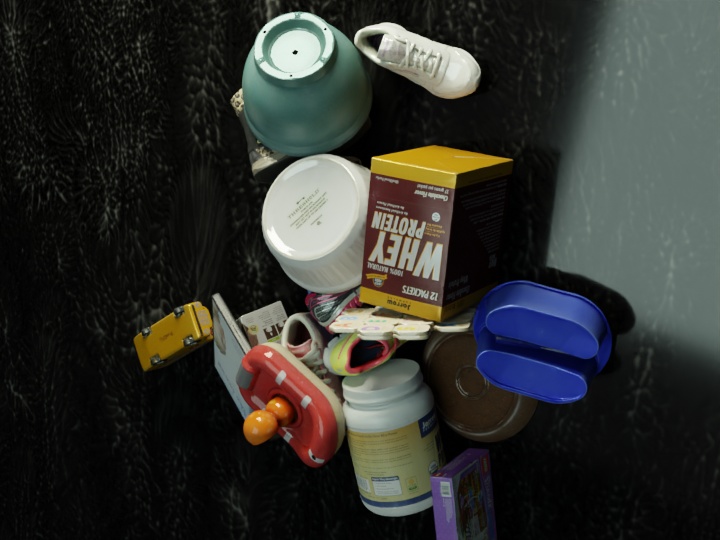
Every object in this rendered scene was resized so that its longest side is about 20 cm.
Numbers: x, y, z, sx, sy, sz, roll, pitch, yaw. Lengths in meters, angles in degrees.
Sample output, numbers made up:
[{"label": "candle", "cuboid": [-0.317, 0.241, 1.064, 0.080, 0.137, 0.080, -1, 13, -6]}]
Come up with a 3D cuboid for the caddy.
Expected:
[{"label": "caddy", "cuboid": [0.252, 0.096, 1.526, 0.197, 0.105, 0.143, 16, 113, 10]}]

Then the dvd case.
[{"label": "dvd case", "cuboid": [-0.207, 0.150, 1.789, 0.143, 0.017, 0.201, 54, 155, 31]}]

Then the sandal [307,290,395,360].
[{"label": "sandal", "cuboid": [-0.021, 0.072, 1.707, 0.079, 0.087, 0.201, -43, 78, 29]}]

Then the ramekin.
[{"label": "ramekin", "cuboid": [-0.054, -0.075, 1.594, 0.199, 0.094, 0.206, -7, 71, 22]}]

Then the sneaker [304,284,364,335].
[{"label": "sneaker", "cuboid": [0.000, 0.000, 1.635, 0.075, 0.081, 0.200, 41, 86, 3]}]

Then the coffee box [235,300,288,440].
[{"label": "coffee box", "cuboid": [-0.139, 0.166, 1.775, 0.203, 0.079, 0.113, 66, 156, 5]}]

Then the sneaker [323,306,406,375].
[{"label": "sneaker", "cuboid": [0.040, 0.095, 1.626, 0.199, 0.090, 0.079, -40, 105, -9]}]

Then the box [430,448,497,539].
[{"label": "box", "cuboid": [0.158, 0.383, 1.623, 0.039, 0.136, 0.204, -2, 98, 31]}]

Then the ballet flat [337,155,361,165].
[{"label": "ballet flat", "cuboid": [-0.006, -0.080, 1.681, 0.066, 0.068, 0.203, -11, 95, 26]}]

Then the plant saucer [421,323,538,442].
[{"label": "plant saucer", "cuboid": [0.171, 0.163, 1.635, 0.198, 0.034, 0.204, 7, 103, 32]}]

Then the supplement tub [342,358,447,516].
[{"label": "supplement tub", "cuboid": [0.051, 0.249, 1.644, 0.142, 0.144, 0.203, -3, 108, 32]}]

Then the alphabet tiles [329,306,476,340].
[{"label": "alphabet tiles", "cuboid": [0.061, 0.065, 1.513, 0.192, 0.200, 0.015, -1, 101, 12]}]

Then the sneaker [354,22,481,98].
[{"label": "sneaker", "cuboid": [0.077, -0.299, 1.566, 0.198, 0.099, 0.076, 26, 110, 24]}]

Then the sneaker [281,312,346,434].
[{"label": "sneaker", "cuboid": [-0.073, 0.158, 1.676, 0.074, 0.104, 0.203, -18, 75, 18]}]

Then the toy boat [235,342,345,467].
[{"label": "toy boat", "cuboid": [-0.120, 0.213, 1.613, 0.199, 0.130, 0.131, 40, 137, 14]}]

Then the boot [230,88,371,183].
[{"label": "boot", "cuboid": [-0.097, -0.238, 1.681, 0.198, 0.073, 0.152, -26, 68, 3]}]

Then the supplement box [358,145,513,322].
[{"label": "supplement box", "cuboid": [0.108, -0.058, 1.534, 0.131, 0.196, 0.203, 13, 107, 28]}]

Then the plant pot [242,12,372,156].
[{"label": "plant pot", "cuboid": [-0.086, -0.288, 1.590, 0.197, 0.135, 0.203, -3, 64, 6]}]

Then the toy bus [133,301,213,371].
[{"label": "toy bus", "cuboid": [-0.317, 0.114, 1.884, 0.199, 0.078, 0.066, -29, 77, 42]}]
